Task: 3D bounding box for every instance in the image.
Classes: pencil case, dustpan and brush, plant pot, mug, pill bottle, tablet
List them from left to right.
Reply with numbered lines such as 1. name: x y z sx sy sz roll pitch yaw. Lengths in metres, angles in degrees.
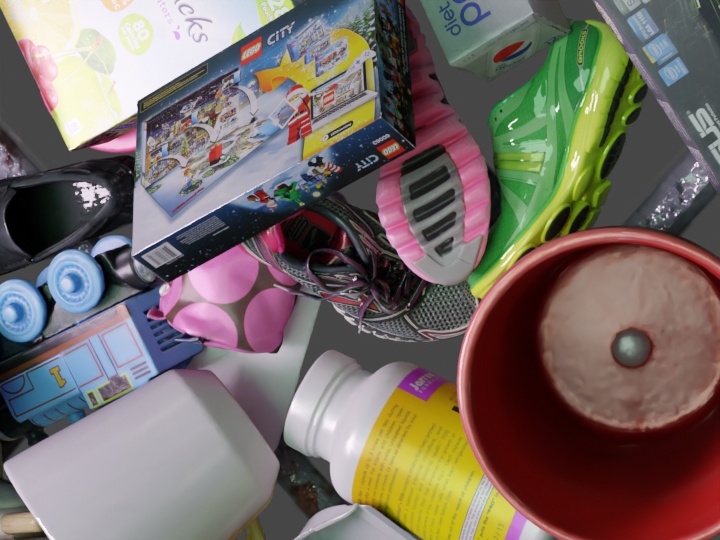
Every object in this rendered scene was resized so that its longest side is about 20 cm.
1. mug: -0.139 0.150 1.503 0.153 0.187 0.150 -37 79 -7
2. tablet: -0.091 0.019 1.555 0.130 0.014 0.201 22 106 18
3. pencil case: -0.073 -0.043 1.484 0.093 0.091 0.201 20 95 9
4. dustpan and brush: -0.021 0.223 1.520 0.139 0.057 0.200 40 152 -25
5. pill bottle: 0.051 0.127 1.463 0.199 0.104 0.105 25 106 16
6. plant pot: 0.167 0.059 1.353 0.199 0.177 0.202 1 100 8

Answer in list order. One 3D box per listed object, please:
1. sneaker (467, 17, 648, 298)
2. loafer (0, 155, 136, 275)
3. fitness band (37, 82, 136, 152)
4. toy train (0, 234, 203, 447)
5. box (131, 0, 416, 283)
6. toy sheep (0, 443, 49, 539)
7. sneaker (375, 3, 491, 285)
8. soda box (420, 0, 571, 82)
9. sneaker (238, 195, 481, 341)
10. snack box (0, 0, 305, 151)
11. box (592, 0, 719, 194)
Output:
1. sneaker: 0.121 -0.073 1.432 0.083 0.074 0.201 34 107 32
2. loafer: -0.245 -0.038 1.577 0.200 0.070 0.068 -16 91 23
3. fitness band: -0.146 -0.166 1.538 0.199 0.037 0.144 -23 89 24
4. toy train: -0.214 0.054 1.565 0.199 0.087 0.115 -26 89 28
5. box: -0.058 -0.093 1.377 0.199 0.038 0.137 -27 44 27
6. toy sheep: -0.260 0.223 1.593 0.137 0.138 0.201 -5 81 23
7. sneaker: 0.038 -0.084 1.443 0.079 0.095 0.201 -18 80 5
8. soda box: 0.059 -0.227 1.407 0.068 0.063 0.201 -30 71 23
9. sneaker: 0.000 0.000 1.438 0.199 0.075 0.081 23 95 -27
10. snack box: -0.144 -0.200 1.477 0.199 0.068 0.169 -27 89 22
11. box: 0.235 -0.169 1.327 0.161 0.049 0.200 -34 100 3
